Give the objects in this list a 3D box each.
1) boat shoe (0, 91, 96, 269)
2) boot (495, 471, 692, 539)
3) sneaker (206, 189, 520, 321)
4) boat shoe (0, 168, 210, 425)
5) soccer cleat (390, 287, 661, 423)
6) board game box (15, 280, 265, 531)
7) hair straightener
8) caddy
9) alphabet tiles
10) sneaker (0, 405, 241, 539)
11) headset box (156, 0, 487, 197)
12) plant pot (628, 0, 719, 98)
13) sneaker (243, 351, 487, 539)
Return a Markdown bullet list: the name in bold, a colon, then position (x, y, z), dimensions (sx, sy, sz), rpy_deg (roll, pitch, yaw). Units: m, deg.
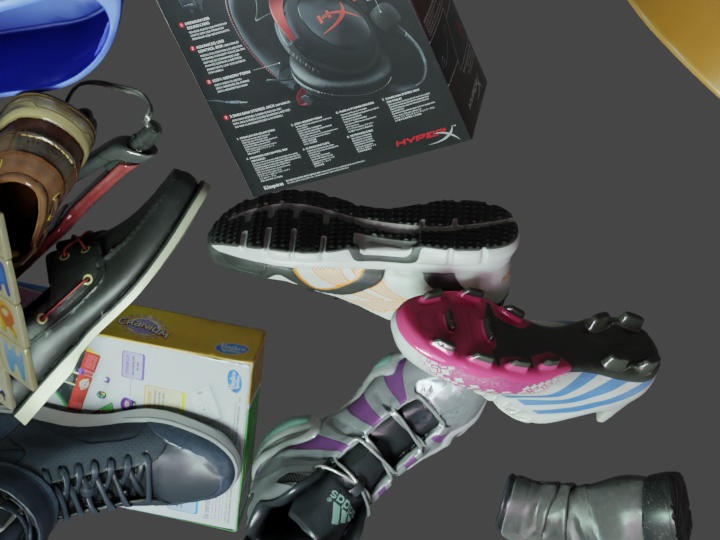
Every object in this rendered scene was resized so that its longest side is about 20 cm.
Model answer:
- **boat shoe**: position (-0.229, -0.034, 1.456), dimensions (0.072, 0.068, 0.200), rpy_deg (28, 142, -13)
- **boot**: position (0.168, 0.222, 1.617), dimensions (0.131, 0.070, 0.200), rpy_deg (-4, 112, 19)
- **sneaker**: position (0.000, 0.000, 1.489), dimensions (0.200, 0.074, 0.080), rpy_deg (6, 127, 9)
- **boat shoe**: position (-0.176, 0.008, 1.511), dimensions (0.063, 0.074, 0.201), rpy_deg (42, 102, -7)
- **soccer cleat**: position (0.097, 0.064, 1.474), dimensions (0.200, 0.070, 0.086), rpy_deg (8, 137, -30)
- **board game box**: position (-0.171, 0.092, 1.610), dimensions (0.200, 0.040, 0.153), rpy_deg (12, 126, 5)
- **hair straightener**: position (-0.202, -0.061, 1.508), dimensions (0.077, 0.041, 0.200), rpy_deg (42, 128, -16)
- **caddy**: position (-0.232, -0.174, 1.398), dimensions (0.200, 0.105, 0.142), rpy_deg (-7, 122, 17)
- **alphabet tiles**: position (-0.259, -0.012, 1.451), dimensions (0.166, 0.006, 0.200), rpy_deg (31, 140, 39)
- **sneaker**: position (-0.188, 0.155, 1.544), dimensions (0.202, 0.146, 0.077), rpy_deg (4, 123, 8)
- **headset box**: position (-0.031, -0.158, 1.384), dimensions (0.148, 0.075, 0.200), rpy_deg (-15, 120, 21)
- **plant pot**: position (0.271, -0.164, 1.255), dimensions (0.200, 0.200, 0.183), rpy_deg (36, 109, -13)
- **sneaker**: position (0.001, 0.135, 1.539), dimensions (0.200, 0.140, 0.078), rpy_deg (-35, 111, 31)
